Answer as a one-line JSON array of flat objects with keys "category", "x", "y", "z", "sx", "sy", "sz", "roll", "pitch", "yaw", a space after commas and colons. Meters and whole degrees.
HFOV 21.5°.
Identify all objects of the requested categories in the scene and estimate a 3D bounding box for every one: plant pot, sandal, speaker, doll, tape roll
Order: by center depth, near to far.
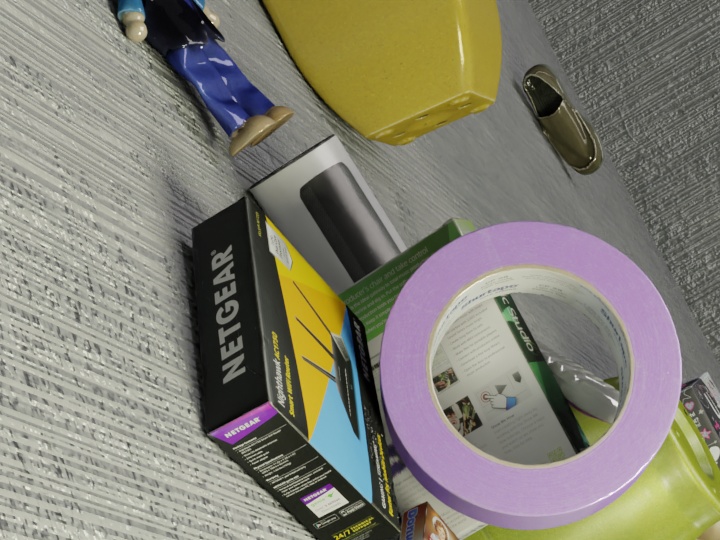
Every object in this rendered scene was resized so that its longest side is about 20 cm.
[{"category": "tape roll", "x": 0.112, "y": 0.071, "z": 1.276, "sx": 0.200, "sy": 0.200, "sz": 0.066, "roll": 63, "pitch": -7, "yaw": 15}, {"category": "sandal", "x": 0.124, "y": 0.078, "z": 1.406, "sx": 0.082, "sy": 0.050, "sz": 0.203, "roll": 25, "pitch": 4, "yaw": -30}, {"category": "doll", "x": -0.133, "y": -0.182, "z": 1.436, "sx": 0.200, "sy": 0.048, "sz": 0.136, "roll": 52, "pitch": 24, "yaw": 0}, {"category": "plant pot", "x": 0.169, "y": 0.172, "z": 1.446, "sx": 0.200, "sy": 0.193, "sz": 0.200, "roll": 53, "pitch": 16, "yaw": -22}, {"category": "speaker", "x": 0.000, "y": 0.000, "z": 1.456, "sx": 0.200, "sy": 0.081, "sz": 0.081, "roll": 58, "pitch": 14, "yaw": -5}, {"category": "plant pot", "x": 0.034, "y": -0.234, "z": 1.848, "sx": 0.200, "sy": 0.195, "sz": 0.194, "roll": 70, "pitch": 16, "yaw": 7}]

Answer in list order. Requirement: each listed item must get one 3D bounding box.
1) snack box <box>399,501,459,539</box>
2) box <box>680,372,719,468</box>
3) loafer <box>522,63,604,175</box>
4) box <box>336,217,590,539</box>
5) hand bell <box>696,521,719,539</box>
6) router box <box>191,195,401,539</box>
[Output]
[{"category": "snack box", "x": 0.089, "y": 0.254, "z": 1.332, "sx": 0.200, "sy": 0.024, "sz": 0.072, "roll": 51, "pitch": 27, "yaw": -27}, {"category": "box", "x": 0.342, "y": 0.192, "z": 2.071, "sx": 0.115, "sy": 0.132, "sz": 0.200, "roll": 62, "pitch": 14, "yaw": 5}, {"category": "loafer", "x": 0.314, "y": -0.238, "z": 3.024, "sx": 0.200, "sy": 0.075, "sz": 0.070, "roll": 57, "pitch": 26, "yaw": 9}, {"category": "box", "x": 0.061, "y": 0.083, "z": 1.357, "sx": 0.200, "sy": 0.144, "sz": 0.036, "roll": 63, "pitch": 23, "yaw": 13}, {"category": "hand bell", "x": 0.254, "y": 0.247, "z": 1.469, "sx": 0.104, "sy": 0.104, "sz": 0.200, "roll": 56, "pitch": 14, "yaw": -12}, {"category": "router box", "x": -0.044, "y": 0.068, "z": 1.222, "sx": 0.149, "sy": 0.051, "sz": 0.200, "roll": 48, "pitch": 20, "yaw": -36}]
